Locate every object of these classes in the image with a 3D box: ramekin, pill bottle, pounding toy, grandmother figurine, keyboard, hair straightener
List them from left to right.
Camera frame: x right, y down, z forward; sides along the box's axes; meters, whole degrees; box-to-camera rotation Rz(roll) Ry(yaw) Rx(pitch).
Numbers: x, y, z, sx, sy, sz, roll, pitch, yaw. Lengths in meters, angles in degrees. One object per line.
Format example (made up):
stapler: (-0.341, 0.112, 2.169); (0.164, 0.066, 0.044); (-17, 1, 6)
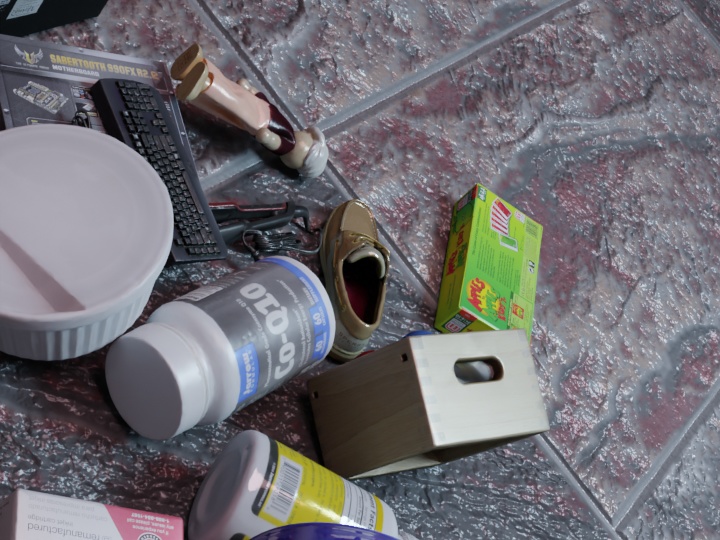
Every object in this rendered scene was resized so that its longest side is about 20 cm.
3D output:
ramekin: (-0.259, -0.017, 1.095); (0.201, 0.094, 0.204); (6, 54, -9)
keyboard: (-0.203, -0.093, 1.224); (0.127, 0.021, 0.201); (-8, 66, -44)
pill bottle: (-0.123, 0.068, 1.172); (0.200, 0.114, 0.114); (-28, 80, -48)
hair straightener: (-0.110, -0.030, 1.324); (0.199, 0.041, 0.077); (-3, 62, -47)
grandmother figurine: (-0.109, -0.159, 1.378); (0.200, 0.060, 0.122); (34, 30, -37)
pill bottle: (-0.038, 0.229, 1.126); (0.199, 0.111, 0.112); (32, 43, -18)
pounding toy: (0.066, 0.111, 1.272); (0.199, 0.184, 0.143); (-2, 73, -41)

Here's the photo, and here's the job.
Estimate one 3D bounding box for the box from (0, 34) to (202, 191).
box: (-0.262, -0.137, 1.258); (0.199, 0.048, 0.159); (3, 58, -40)

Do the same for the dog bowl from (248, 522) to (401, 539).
dog bowl: (-0.019, 0.287, 1.032); (0.199, 0.200, 0.079); (32, 41, -18)

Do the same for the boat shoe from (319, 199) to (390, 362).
boat shoe: (0.000, 0.000, 1.366); (0.074, 0.066, 0.201); (24, 47, -26)

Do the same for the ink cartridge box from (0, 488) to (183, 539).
ink cartridge box: (-0.207, 0.277, 0.966); (0.145, 0.085, 0.201); (17, 52, -31)

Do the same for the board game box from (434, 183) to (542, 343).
board game box: (0.149, 0.004, 1.506); (0.101, 0.048, 0.201); (31, 44, -18)

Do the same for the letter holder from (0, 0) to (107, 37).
letter holder: (-0.346, -0.313, 1.282); (0.142, 0.101, 0.200); (52, 41, 7)
